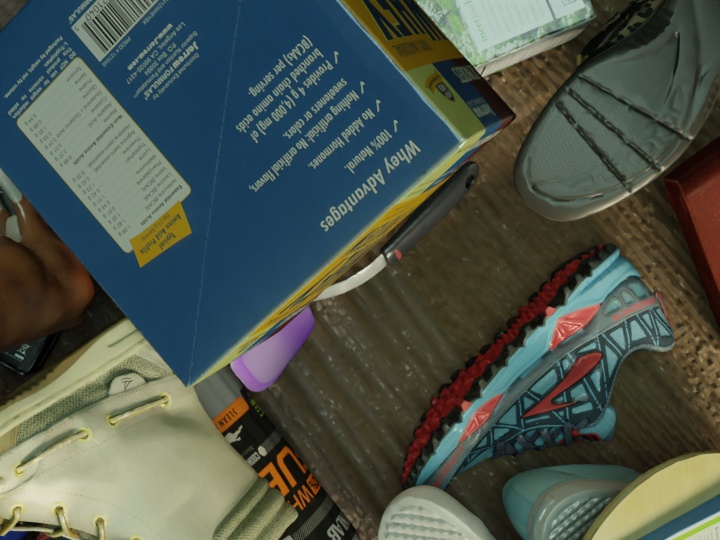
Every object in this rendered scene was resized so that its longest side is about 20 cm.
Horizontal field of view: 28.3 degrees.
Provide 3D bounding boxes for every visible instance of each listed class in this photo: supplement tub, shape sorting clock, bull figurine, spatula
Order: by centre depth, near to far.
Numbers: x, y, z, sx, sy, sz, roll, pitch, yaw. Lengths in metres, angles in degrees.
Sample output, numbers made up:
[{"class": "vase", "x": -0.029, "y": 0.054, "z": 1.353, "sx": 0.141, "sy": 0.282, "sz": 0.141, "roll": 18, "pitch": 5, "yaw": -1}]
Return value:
[{"class": "bull figurine", "x": -0.216, "y": 0.005, "z": 0.763, "sx": 0.065, "sy": 0.200, "sz": 0.121, "roll": -23, "pitch": 91, "yaw": 21}, {"class": "shape sorting clock", "x": 0.185, "y": 0.201, "z": 0.824, "sx": 0.200, "sy": 0.039, "sz": 0.200, "roll": -6, "pitch": 104, "yaw": -26}, {"class": "supplement tub", "x": -0.082, "y": 0.150, "z": 0.841, "sx": 0.123, "sy": 0.123, "sz": 0.200, "roll": -38, "pitch": 92, "yaw": -1}, {"class": "spatula", "x": 0.000, "y": 0.000, "z": 0.881, "sx": 0.200, "sy": 0.057, "sz": 0.021, "roll": -39, "pitch": 56, "yaw": -7}]

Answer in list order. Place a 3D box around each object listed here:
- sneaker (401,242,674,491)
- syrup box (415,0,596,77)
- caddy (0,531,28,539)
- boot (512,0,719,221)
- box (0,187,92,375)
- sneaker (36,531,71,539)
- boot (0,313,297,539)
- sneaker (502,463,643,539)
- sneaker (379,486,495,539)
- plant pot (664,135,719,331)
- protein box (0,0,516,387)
[{"class": "sneaker", "x": 0.112, "y": 0.081, "z": 0.867, "sx": 0.096, "sy": 0.079, "sz": 0.200, "roll": 44, "pitch": 90, "yaw": -4}, {"class": "syrup box", "x": 0.032, "y": -0.143, "z": 0.859, "sx": 0.200, "sy": 0.081, "sz": 0.079, "roll": -23, "pitch": 91, "yaw": 1}, {"class": "caddy", "x": -0.272, "y": 0.108, "z": 0.808, "sx": 0.200, "sy": 0.141, "sz": 0.105, "roll": 36, "pitch": 79, "yaw": 31}, {"class": "boot", "x": 0.157, "y": -0.108, "z": 0.829, "sx": 0.073, "sy": 0.151, "sz": 0.200, "roll": 39, "pitch": 88, "yaw": -3}, {"class": "box", "x": -0.248, "y": -0.053, "z": 0.872, "sx": 0.200, "sy": 0.044, "sz": 0.160, "roll": 29, "pitch": 90, "yaw": -2}, {"class": "sneaker", "x": -0.202, "y": 0.212, "z": 0.818, "sx": 0.077, "sy": 0.082, "sz": 0.200, "roll": 38, "pitch": 130, "yaw": 1}, {"class": "boot", "x": -0.139, "y": 0.131, "z": 0.719, "sx": 0.200, "sy": 0.072, "sz": 0.155, "roll": -39, "pitch": 94, "yaw": -32}, {"class": "sneaker", "x": 0.177, "y": 0.151, "z": 0.876, "sx": 0.200, "sy": 0.082, "sz": 0.074, "roll": 18, "pitch": 98, "yaw": -26}, {"class": "sneaker", "x": 0.081, "y": 0.201, "z": 0.859, "sx": 0.074, "sy": 0.082, "sz": 0.200, "roll": -29, "pitch": 104, "yaw": 20}, {"class": "plant pot", "x": 0.284, "y": -0.020, "z": 0.822, "sx": 0.176, "sy": 0.200, "sz": 0.200, "roll": -21, "pitch": 91, "yaw": 10}, {"class": "protein box", "x": -0.065, "y": -0.086, "z": 0.755, "sx": 0.199, "sy": 0.135, "sz": 0.200, "roll": -42, "pitch": 87, "yaw": 19}]
